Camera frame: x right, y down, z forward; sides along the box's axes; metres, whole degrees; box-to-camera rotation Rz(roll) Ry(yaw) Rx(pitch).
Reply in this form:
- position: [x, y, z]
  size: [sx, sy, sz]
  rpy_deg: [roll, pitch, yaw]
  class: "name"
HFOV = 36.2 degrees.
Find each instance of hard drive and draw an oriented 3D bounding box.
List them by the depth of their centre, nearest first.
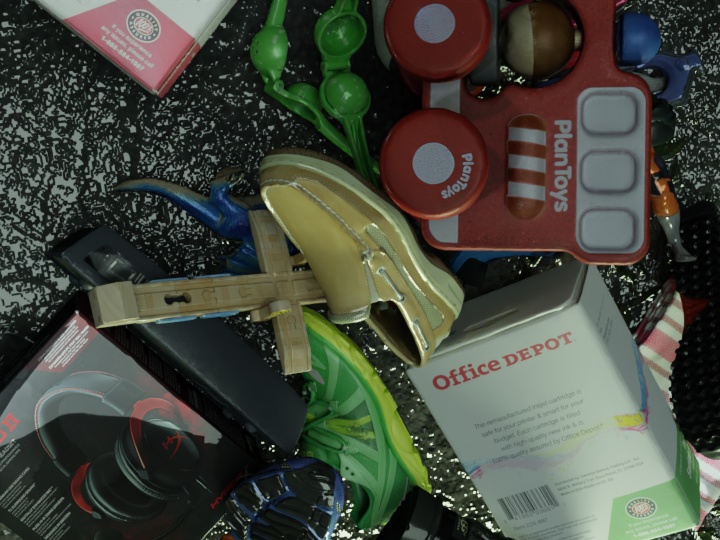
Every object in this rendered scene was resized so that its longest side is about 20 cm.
- position: [-0.126, 0.043, 0.763]
  size: [0.200, 0.135, 0.042]
  rpy_deg: [44, 77, -16]
  class: "hard drive"

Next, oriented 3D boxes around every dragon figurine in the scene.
- position: [-0.076, -0.023, 0.798]
  size: [0.199, 0.059, 0.100]
  rpy_deg: [-1, 100, -14]
  class: "dragon figurine"

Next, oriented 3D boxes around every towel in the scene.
- position: [0.279, 0.103, 0.918]
  size: [0.146, 0.030, 0.200]
  rpy_deg: [31, 92, -17]
  class: "towel"

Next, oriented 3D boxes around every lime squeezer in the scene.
- position: [-0.002, -0.139, 0.760]
  size: [0.038, 0.071, 0.201]
  rpy_deg: [-14, 109, -41]
  class: "lime squeezer"
- position: [-0.041, -0.144, 0.805]
  size: [0.071, 0.038, 0.200]
  rpy_deg: [-35, 108, -38]
  class: "lime squeezer"

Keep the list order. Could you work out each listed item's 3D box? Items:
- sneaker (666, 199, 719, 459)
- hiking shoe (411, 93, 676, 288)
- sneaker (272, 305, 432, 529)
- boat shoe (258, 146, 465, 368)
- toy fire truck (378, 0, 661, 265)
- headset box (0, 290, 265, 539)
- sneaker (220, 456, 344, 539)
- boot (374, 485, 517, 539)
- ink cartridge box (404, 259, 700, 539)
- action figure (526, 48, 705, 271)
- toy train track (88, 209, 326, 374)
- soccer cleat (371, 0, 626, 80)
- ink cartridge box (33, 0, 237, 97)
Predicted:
- position: [0.292, 0.048, 0.849]
  size: [0.093, 0.070, 0.200]
  rpy_deg: [14, 67, -29]
  class: "sneaker"
- position: [0.136, -0.056, 0.778]
  size: [0.200, 0.074, 0.087]
  rpy_deg: [-24, 105, 29]
  class: "hiking shoe"
- position: [-0.016, 0.114, 0.829]
  size: [0.083, 0.074, 0.200]
  rpy_deg: [-31, 105, -10]
  class: "sneaker"
- position: [0.000, 0.000, 0.720]
  size: [0.200, 0.072, 0.076]
  rpy_deg: [40, 63, -37]
  class: "boat shoe"
- position: [0.101, -0.105, 0.694]
  size: [0.167, 0.112, 0.201]
  rpy_deg: [2, 89, 7]
  class: "toy fire truck"
- position: [-0.192, 0.124, 0.789]
  size: [0.200, 0.075, 0.149]
  rpy_deg: [44, 88, -16]
  class: "headset box"
- position: [-0.053, 0.171, 0.786]
  size: [0.075, 0.200, 0.078]
  rpy_deg: [39, 57, 3]
  class: "sneaker"
- position: [0.064, 0.275, 0.834]
  size: [0.158, 0.079, 0.211]
  rpy_deg: [29, 118, -6]
  class: "boot"
- position: [0.147, 0.109, 0.828]
  size: [0.145, 0.088, 0.200]
  rpy_deg: [-24, 108, 27]
  class: "ink cartridge box"
- position: [0.161, -0.099, 0.842]
  size: [0.199, 0.105, 0.194]
  rpy_deg: [-3, 95, 16]
  class: "action figure"
- position: [-0.077, 0.012, 0.710]
  size: [0.200, 0.033, 0.115]
  rpy_deg: [-5, 77, -42]
  class: "toy train track"
- position: [0.101, -0.203, 0.787]
  size: [0.200, 0.070, 0.087]
  rpy_deg: [-20, 70, 2]
  class: "soccer cleat"
- position: [-0.131, -0.238, 0.732]
  size: [0.146, 0.083, 0.200]
  rpy_deg: [38, 90, -11]
  class: "ink cartridge box"
